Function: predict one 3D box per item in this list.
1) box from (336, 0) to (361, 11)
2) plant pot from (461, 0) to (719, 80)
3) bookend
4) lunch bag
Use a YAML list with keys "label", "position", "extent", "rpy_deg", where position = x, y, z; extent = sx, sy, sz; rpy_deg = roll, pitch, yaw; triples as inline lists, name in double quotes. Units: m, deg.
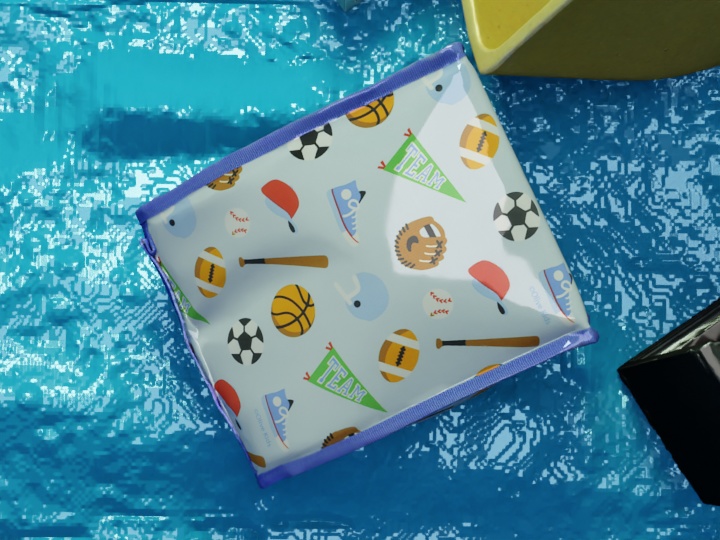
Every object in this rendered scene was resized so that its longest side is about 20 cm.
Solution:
- label: "box"
  position: [-0.030, -0.254, 0.947]
  extent: [0.082, 0.049, 0.201]
  rpy_deg: [-33, 86, -4]
- label: "plant pot"
  position: [0.176, -0.214, 0.867]
  extent: [0.199, 0.194, 0.197]
  rpy_deg: [6, 63, -32]
- label: "bookend"
  position: [0.251, 0.030, 0.853]
  extent: [0.198, 0.200, 0.092]
  rpy_deg: [-33, 86, -4]
- label: "lunch bag"
  position: [0.000, 0.000, 0.884]
  extent: [0.199, 0.124, 0.171]
  rpy_deg: [-26, 88, 6]
